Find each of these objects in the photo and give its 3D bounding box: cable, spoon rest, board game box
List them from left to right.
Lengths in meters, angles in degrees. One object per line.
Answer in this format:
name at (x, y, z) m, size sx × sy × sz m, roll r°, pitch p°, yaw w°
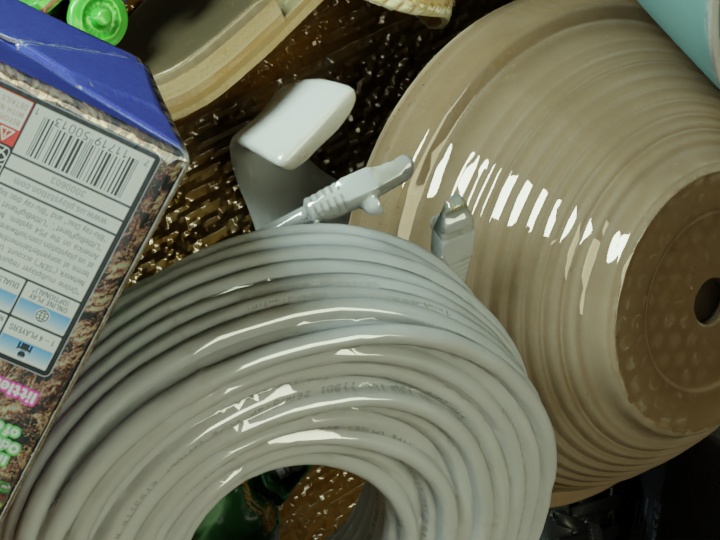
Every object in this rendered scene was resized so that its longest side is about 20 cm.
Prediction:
board game box at (-0.167, 0.007, 0.595) m, size 0.159 × 0.097 × 0.201 m, roll 25°, pitch 103°, yaw -20°
cable at (-0.029, 0.082, 0.692) m, size 0.199 × 0.069 × 0.201 m, roll -24°, pitch 129°, yaw -12°
spoon rest at (0.000, 0.000, 0.817) m, size 0.099 × 0.061 × 0.200 m, roll -45°, pitch 138°, yaw -18°

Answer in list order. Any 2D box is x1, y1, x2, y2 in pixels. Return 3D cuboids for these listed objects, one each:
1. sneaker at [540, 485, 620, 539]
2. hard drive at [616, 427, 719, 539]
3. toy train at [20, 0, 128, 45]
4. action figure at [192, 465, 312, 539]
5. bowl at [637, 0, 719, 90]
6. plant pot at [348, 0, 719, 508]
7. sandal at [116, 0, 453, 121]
sneaker at (0.097, 0.118, 0.877) m, size 0.073 × 0.112 × 0.201 m, roll 12°, pitch 94°, yaw -39°
hard drive at (0.150, 0.133, 0.865) m, size 0.042 × 0.200 × 0.136 m, roll 3°, pitch 102°, yaw -19°
toy train at (-0.053, -0.152, 0.739) m, size 0.200 × 0.042 × 0.056 m, roll -45°, pitch 115°, yaw -19°
action figure at (-0.087, 0.123, 0.780) m, size 0.200 × 0.055 × 0.118 m, roll -46°, pitch 122°, yaw -24°
bowl at (0.144, -0.170, 0.755) m, size 0.201 × 0.105 × 0.201 m, roll -38°, pitch 145°, yaw -33°
plant pot at (0.098, 0.000, 0.780) m, size 0.200 × 0.093 × 0.202 m, roll -11°, pitch 109°, yaw -36°
sandal at (0.003, -0.112, 0.774) m, size 0.212 × 0.078 × 0.070 m, roll -40°, pitch 129°, yaw -13°
